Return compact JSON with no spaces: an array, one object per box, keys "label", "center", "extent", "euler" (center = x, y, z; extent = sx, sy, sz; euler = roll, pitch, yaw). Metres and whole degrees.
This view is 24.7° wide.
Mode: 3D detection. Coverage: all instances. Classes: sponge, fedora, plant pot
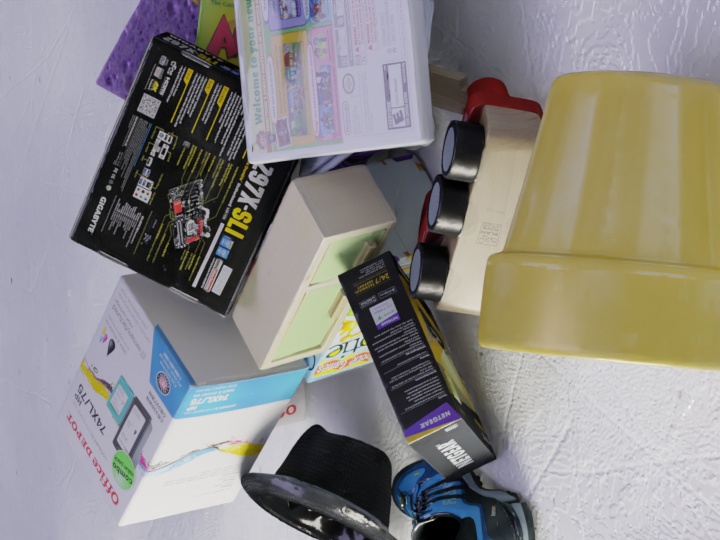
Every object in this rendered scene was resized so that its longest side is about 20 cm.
[{"label":"sponge","center":[-0.133,-0.174,1.527],"extent":[0.112,0.199,0.030],"euler":[-61,5,-3]},{"label":"fedora","center":[-0.022,0.214,1.632],"extent":[0.200,0.200,0.092],"euler":[-8,54,61]},{"label":"plant pot","center":[0.187,-0.032,1.127],"extent":[0.200,0.199,0.191],"euler":[1,85,60]}]

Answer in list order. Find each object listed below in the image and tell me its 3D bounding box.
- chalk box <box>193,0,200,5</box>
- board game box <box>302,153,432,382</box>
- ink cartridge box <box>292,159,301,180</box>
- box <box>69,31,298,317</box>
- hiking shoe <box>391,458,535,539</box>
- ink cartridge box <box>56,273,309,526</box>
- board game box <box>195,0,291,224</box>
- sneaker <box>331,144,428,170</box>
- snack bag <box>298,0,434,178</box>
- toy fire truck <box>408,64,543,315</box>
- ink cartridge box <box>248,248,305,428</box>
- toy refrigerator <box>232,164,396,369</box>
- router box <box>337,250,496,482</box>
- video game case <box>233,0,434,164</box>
[{"label":"chalk box","center":[-0.106,-0.303,1.592],"extent":[0.199,0.124,0.126],"euler":[-8,94,60]},{"label":"board game box","center":[0.000,0.000,1.538],"extent":[0.106,0.102,0.201],"euler":[61,146,24]},{"label":"ink cartridge box","center":[-0.140,-0.117,1.643],"extent":[0.200,0.144,0.085],"euler":[126,139,-72]},{"label":"box","center":[-0.146,-0.084,1.442],"extent":[0.049,0.158,0.202],"euler":[-64,-1,-76]},{"label":"hiking shoe","center":[0.074,0.220,1.506],"extent":[0.199,0.086,0.075],"euler":[11,110,59]},{"label":"ink cartridge box","center":[-0.175,0.119,1.594],"extent":[0.147,0.145,0.201],"euler":[52,130,30]},{"label":"board game box","center":[-0.103,-0.149,1.478],"extent":[0.048,0.100,0.202],"euler":[-90,8,-76]},{"label":"sneaker","center":[-0.011,-0.134,1.530],"extent":[0.200,0.083,0.082],"euler":[-18,85,62]},{"label":"snack bag","center":[0.009,-0.194,1.428],"extent":[0.188,0.021,0.202],"euler":[-35,42,49]},{"label":"toy fire truck","center":[0.081,-0.086,1.375],"extent":[0.201,0.127,0.178],"euler":[-96,16,-56]},{"label":"ink cartridge box","center":[-0.138,0.076,1.767],"extent":[0.083,0.145,0.202],"euler":[27,124,54]},{"label":"toy refrigerator","center":[-0.042,0.002,1.434],"extent":[0.070,0.075,0.201],"euler":[60,145,25]},{"label":"router box","center":[0.052,0.088,1.426],"extent":[0.200,0.052,0.159],"euler":[51,-165,-70]},{"label":"video game case","center":[-0.026,-0.195,1.334],"extent":[0.180,0.022,0.203],"euler":[-4,92,36]}]
